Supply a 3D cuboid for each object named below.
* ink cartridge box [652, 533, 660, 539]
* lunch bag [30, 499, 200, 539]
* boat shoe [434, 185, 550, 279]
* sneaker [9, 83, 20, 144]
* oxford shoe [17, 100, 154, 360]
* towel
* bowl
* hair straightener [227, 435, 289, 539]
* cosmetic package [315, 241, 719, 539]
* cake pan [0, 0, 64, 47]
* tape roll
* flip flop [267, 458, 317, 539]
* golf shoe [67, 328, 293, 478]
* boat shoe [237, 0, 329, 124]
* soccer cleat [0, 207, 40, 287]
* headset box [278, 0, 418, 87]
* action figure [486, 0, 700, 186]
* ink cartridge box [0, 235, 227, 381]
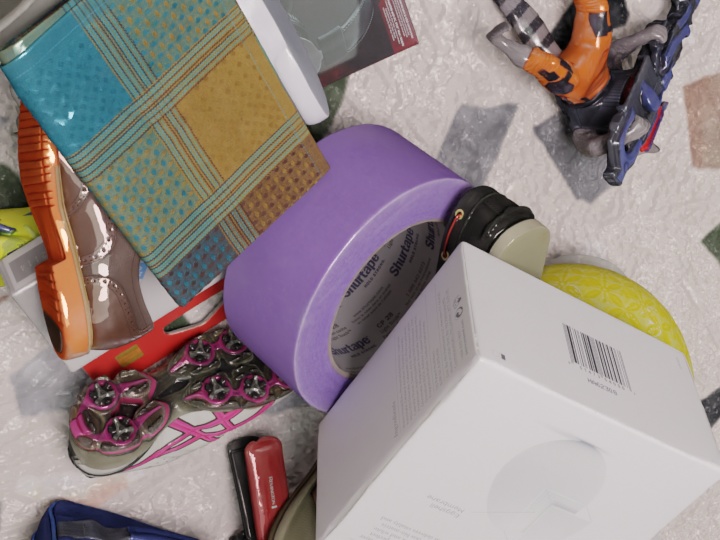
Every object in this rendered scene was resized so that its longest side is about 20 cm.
[{"bbox_3d":[0.141,0.209,0.995,0.199,0.084,0.145,35,122,-25],"label":"ink cartridge box"},{"bbox_3d":[-0.174,0.270,0.906,0.198,0.136,0.134,23,98,-22],"label":"lunch bag"},{"bbox_3d":[0.083,0.030,0.855,0.073,0.063,0.203,-19,137,-33],"label":"boat shoe"},{"bbox_3d":[-0.192,-0.129,0.775,0.086,0.075,0.201,16,140,-12],"label":"sneaker"},{"bbox_3d":[-0.175,-0.048,0.741,0.072,0.071,0.203,-10,103,-27],"label":"oxford shoe"},{"bbox_3d":[-0.114,-0.096,0.715,0.147,0.022,0.201,-43,125,-17],"label":"towel"},{"bbox_3d":[0.181,0.054,0.966,0.199,0.199,0.109,34,50,-24],"label":"bowl"},{"bbox_3d":[-0.077,0.237,0.965,0.040,0.077,0.203,-15,94,-31],"label":"hair straightener"},{"bbox_3d":[0.101,0.122,0.797,0.197,0.124,0.201,25,122,-19],"label":"cosmetic package"},{"bbox_3d":[-0.212,-0.218,0.730,0.201,0.200,0.037,-54,137,3],"label":"cake pan"},{"bbox_3d":[0.000,0.000,0.862,0.199,0.085,0.202,-32,142,-29],"label":"tape roll"},{"bbox_3d":[-0.014,0.199,0.940,0.081,0.057,0.201,51,56,-33],"label":"flip flop"},{"bbox_3d":[-0.138,0.105,0.917,0.198,0.073,0.093,-16,152,-25],"label":"golf shoe"},{"bbox_3d":[-0.094,-0.173,0.763,0.066,0.070,0.201,-29,118,13],"label":"boat shoe"},{"bbox_3d":[-0.234,-0.017,0.827,0.197,0.084,0.066,-8,93,-16],"label":"soccer cleat"},{"bbox_3d":[-0.060,-0.206,0.838,0.198,0.077,0.150,-24,112,-9],"label":"headset box"},{"bbox_3d":[0.196,-0.176,0.944,0.194,0.104,0.201,51,59,-30],"label":"action figure"},{"bbox_3d":[-0.136,0.007,0.852,0.199,0.045,0.177,-32,139,-8],"label":"ink cartridge box"}]
